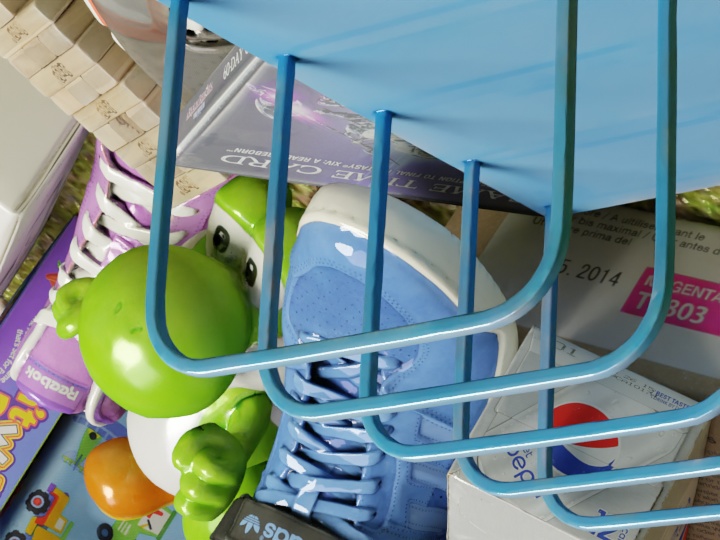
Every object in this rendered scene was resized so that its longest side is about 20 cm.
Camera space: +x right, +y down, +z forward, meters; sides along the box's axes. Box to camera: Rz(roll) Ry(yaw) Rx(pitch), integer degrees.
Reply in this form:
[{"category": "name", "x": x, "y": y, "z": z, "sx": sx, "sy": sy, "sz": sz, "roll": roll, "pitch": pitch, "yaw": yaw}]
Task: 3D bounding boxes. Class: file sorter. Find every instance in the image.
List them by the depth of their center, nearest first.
[{"category": "file sorter", "x": 0.053, "y": -0.012, "z": 0.676, "sx": 0.138, "sy": 0.124, "sz": 0.200, "roll": -11, "pitch": 156, "yaw": 36}]

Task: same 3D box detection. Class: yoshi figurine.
[{"category": "yoshi figurine", "x": -0.069, "y": 0.046, "z": 0.911, "sx": 0.112, "sy": 0.112, "sz": 0.201, "roll": 18, "pitch": 137, "yaw": 1}]

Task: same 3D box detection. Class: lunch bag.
[{"category": "lunch bag", "x": -0.134, "y": 0.112, "z": 1.195, "sx": 0.094, "sy": 0.151, "sz": 0.200, "roll": 38, "pitch": 155, "yaw": -15}]

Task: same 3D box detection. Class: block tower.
[{"category": "block tower", "x": -0.115, "y": -0.111, "z": 0.863, "sx": 0.200, "sy": 0.058, "sz": 0.054, "roll": 43, "pitch": 156, "yaw": -13}]

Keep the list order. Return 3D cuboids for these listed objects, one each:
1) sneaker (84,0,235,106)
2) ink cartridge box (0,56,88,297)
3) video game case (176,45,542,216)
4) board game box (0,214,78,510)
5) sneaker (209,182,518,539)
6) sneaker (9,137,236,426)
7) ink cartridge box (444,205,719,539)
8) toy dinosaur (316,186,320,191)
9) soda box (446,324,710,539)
[{"category": "sneaker", "x": -0.051, "y": -0.098, "z": 0.763, "sx": 0.200, "sy": 0.077, "sz": 0.082, "roll": 69, "pitch": 176, "yaw": -53}, {"category": "ink cartridge box", "x": -0.196, "y": -0.058, "z": 1.031, "sx": 0.146, "sy": 0.083, "sz": 0.200, "roll": 33, "pitch": 156, "yaw": -4}, {"category": "video game case", "x": 0.036, "y": -0.061, "z": 0.759, "sx": 0.142, "sy": 0.019, "sz": 0.200, "roll": 7, "pitch": 162, "yaw": -19}, {"category": "board game box", "x": -0.178, "y": 0.084, "z": 1.136, "sx": 0.045, "sy": 0.201, "sz": 0.134, "roll": 34, "pitch": 156, "yaw": -7}, {"category": "sneaker", "x": -0.004, "y": 0.064, "z": 0.833, "sx": 0.076, "sy": 0.111, "sz": 0.200, "roll": 25, "pitch": 154, "yaw": 19}, {"category": "sneaker", "x": -0.092, "y": 0.001, "z": 0.988, "sx": 0.072, "sy": 0.115, "sz": 0.201, "roll": 29, "pitch": 154, "yaw": 8}, {"category": "ink cartridge box", "x": 0.131, "y": 0.059, "z": 0.885, "sx": 0.199, "sy": 0.075, "sz": 0.165, "roll": 15, "pitch": 149, "yaw": 35}, {"category": "toy dinosaur", "x": 0.000, "y": 0.000, "z": 0.945, "sx": 0.106, "sy": 0.061, "sz": 0.200, "roll": 27, "pitch": 155, "yaw": 14}, {"category": "soda box", "x": 0.073, "y": 0.101, "z": 0.866, "sx": 0.068, "sy": 0.064, "sz": 0.200, "roll": 25, "pitch": 155, "yaw": 15}]
